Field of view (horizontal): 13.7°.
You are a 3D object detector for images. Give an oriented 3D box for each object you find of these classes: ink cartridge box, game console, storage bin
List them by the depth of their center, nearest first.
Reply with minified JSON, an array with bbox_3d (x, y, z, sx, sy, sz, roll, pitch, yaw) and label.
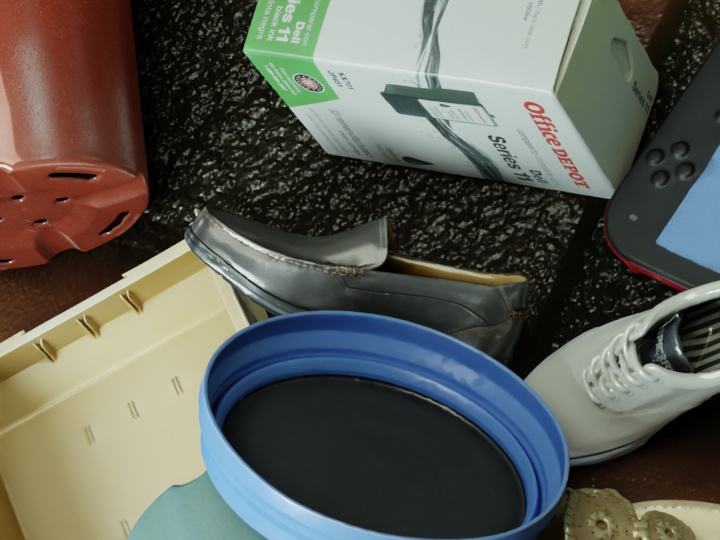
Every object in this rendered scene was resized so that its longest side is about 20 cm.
[{"bbox_3d":[0.254,-0.046,1.692,0.200,0.031,0.177,27,77,29],"label":"game console"},{"bbox_3d":[0.055,-0.118,1.737,0.199,0.147,0.083,9,70,26],"label":"ink cartridge box"},{"bbox_3d":[-0.136,0.094,1.737,0.200,0.094,0.199,-29,58,6],"label":"storage bin"}]

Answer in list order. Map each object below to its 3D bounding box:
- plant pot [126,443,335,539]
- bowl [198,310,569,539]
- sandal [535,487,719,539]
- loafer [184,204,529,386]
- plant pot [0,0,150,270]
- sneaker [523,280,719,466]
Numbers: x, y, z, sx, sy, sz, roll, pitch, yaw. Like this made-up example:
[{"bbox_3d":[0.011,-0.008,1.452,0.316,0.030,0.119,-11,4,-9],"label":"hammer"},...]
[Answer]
[{"bbox_3d":[-0.030,0.211,1.591,0.200,0.200,0.196,-32,50,4],"label":"plant pot"},{"bbox_3d":[0.011,0.094,1.588,0.200,0.039,0.201,11,32,-7],"label":"bowl"},{"bbox_3d":[0.110,0.152,1.626,0.211,0.070,0.078,-4,64,20],"label":"sandal"},{"bbox_3d":[0.000,0.000,1.696,0.199,0.073,0.072,22,107,-7],"label":"loafer"},{"bbox_3d":[-0.217,-0.117,1.828,0.200,0.201,0.196,-18,68,12],"label":"plant pot"},{"bbox_3d":[0.158,0.048,1.641,0.200,0.071,0.073,-29,68,22],"label":"sneaker"}]
